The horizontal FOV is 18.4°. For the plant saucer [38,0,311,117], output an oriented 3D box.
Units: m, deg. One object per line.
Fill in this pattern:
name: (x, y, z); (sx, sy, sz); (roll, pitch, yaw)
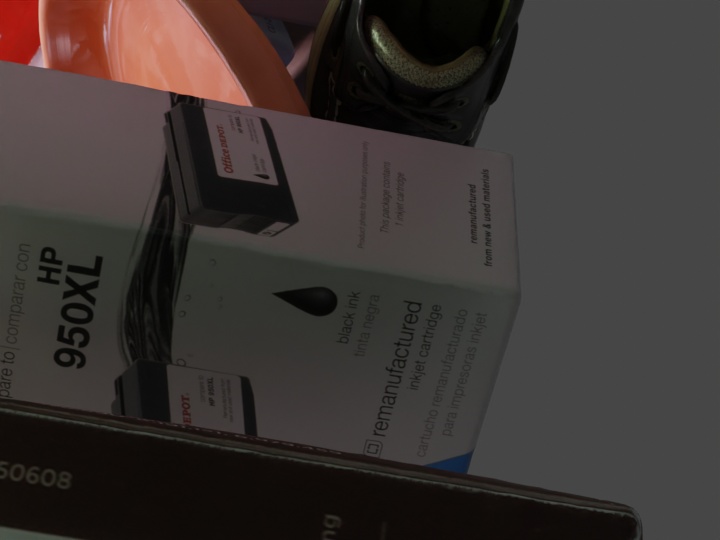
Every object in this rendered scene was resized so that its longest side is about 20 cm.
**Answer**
plant saucer: (-0.063, -0.043, 0.880); (0.200, 0.032, 0.201); (43, 148, 35)

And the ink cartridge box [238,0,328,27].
ink cartridge box: (-0.006, -0.202, 0.904); (0.085, 0.143, 0.201); (-94, 16, -62)

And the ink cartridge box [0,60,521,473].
ink cartridge box: (-0.058, 0.022, 0.765); (0.085, 0.198, 0.145); (-88, 10, -53)

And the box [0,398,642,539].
box: (-0.037, 0.127, 0.575); (0.200, 0.163, 0.167); (147, 132, -82)

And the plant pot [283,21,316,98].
plant pot: (-0.099, -0.171, 1.055); (0.174, 0.199, 0.202); (28, -114, -52)

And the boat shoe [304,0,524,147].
boat shoe: (0.021, -0.087, 0.816); (0.066, 0.071, 0.202); (-81, 8, -60)

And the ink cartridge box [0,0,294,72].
ink cartridge box: (-0.153, -0.061, 0.986); (0.200, 0.173, 0.044); (-54, 36, 25)
